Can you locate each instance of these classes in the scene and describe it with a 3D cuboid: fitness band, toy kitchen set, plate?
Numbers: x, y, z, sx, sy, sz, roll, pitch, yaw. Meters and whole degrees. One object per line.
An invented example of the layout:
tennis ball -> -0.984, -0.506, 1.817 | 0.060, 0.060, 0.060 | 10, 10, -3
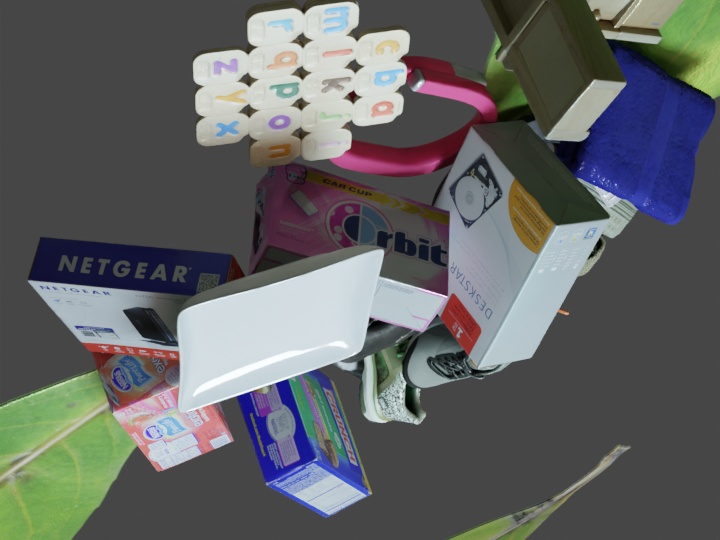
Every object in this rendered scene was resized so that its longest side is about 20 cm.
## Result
fitness band -> 0.048, -0.148, 1.456 | 0.200, 0.038, 0.144 | 7, 140, -44
toy kitchen set -> 0.214, -0.185, 1.364 | 0.199, 0.181, 0.163 | 0, 145, -32
plate -> -0.083, 0.050, 1.389 | 0.199, 0.032, 0.200 | -18, 151, -17

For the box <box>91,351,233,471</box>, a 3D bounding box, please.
box -> -0.225, 0.142, 1.682 | 0.102, 0.095, 0.200 | -23, 153, -2

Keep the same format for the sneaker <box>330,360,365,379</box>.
sneaker -> -0.013, 0.079, 1.798 | 0.200, 0.075, 0.082 | 34, 84, -54

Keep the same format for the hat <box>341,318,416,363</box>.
hat -> 0.000, 0.000, 1.614 | 0.200, 0.081, 0.201 | -18, 132, -22

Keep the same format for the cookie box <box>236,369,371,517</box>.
cookie box -> -0.073, 0.197, 1.823 | 0.075, 0.172, 0.200 | -26, 154, 10

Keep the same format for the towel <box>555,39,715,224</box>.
towel -> 0.288, -0.144, 1.542 | 0.200, 0.049, 0.148 | 20, 85, -44

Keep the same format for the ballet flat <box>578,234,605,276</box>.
ballet flat -> 0.196, -0.021, 1.656 | 0.200, 0.068, 0.075 | -8, 154, -34

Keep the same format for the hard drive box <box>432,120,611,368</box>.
hard drive box -> 0.145, -0.027, 1.505 | 0.077, 0.156, 0.200 | -9, 138, -35

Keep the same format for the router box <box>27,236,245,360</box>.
router box -> -0.203, 0.034, 1.458 | 0.199, 0.049, 0.180 | 5, 156, 14

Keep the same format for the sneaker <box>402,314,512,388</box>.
sneaker -> 0.117, 0.088, 1.636 | 0.074, 0.079, 0.200 | 39, 133, -22

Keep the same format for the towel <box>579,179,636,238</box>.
towel -> 0.293, -0.134, 1.646 | 0.193, 0.035, 0.200 | -52, 145, 10

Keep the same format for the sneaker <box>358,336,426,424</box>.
sneaker -> 0.049, 0.096, 1.748 | 0.077, 0.088, 0.201 | -28, 121, -42

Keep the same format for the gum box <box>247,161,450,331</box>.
gum box -> -0.014, -0.026, 1.460 | 0.199, 0.114, 0.066 | 16, 139, -15

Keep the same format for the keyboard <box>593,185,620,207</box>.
keyboard -> 0.244, -0.146, 1.551 | 0.056, 0.011, 0.200 | -39, 127, 0

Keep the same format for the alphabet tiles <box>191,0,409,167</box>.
alphabet tiles -> -0.054, -0.168, 1.327 | 0.195, 0.015, 0.200 | -9, 144, -10

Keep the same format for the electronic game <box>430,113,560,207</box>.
electronic game -> 0.164, -0.101, 1.624 | 0.200, 0.042, 0.200 | -26, 152, -15

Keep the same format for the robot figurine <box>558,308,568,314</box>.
robot figurine -> 0.143, 0.021, 1.727 | 0.199, 0.117, 0.144 | 8, 157, -25

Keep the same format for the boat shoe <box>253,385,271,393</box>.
boat shoe -> -0.143, 0.097, 1.616 | 0.074, 0.076, 0.200 | -9, -175, -12
